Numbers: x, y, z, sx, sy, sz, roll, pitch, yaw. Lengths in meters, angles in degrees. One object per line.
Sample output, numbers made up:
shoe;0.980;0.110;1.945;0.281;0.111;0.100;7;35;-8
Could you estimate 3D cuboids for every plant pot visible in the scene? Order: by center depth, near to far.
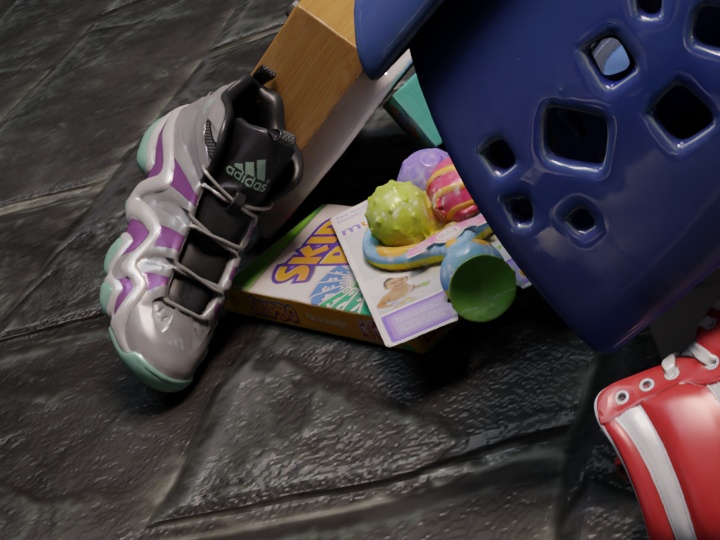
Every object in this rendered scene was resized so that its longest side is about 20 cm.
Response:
plant pot;0.120;-0.123;0.631;0.200;0.180;0.200;-45;4;33

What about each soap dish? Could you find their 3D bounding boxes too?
soap dish;-0.022;-0.129;1.016;0.200;0.081;0.158;-49;4;46

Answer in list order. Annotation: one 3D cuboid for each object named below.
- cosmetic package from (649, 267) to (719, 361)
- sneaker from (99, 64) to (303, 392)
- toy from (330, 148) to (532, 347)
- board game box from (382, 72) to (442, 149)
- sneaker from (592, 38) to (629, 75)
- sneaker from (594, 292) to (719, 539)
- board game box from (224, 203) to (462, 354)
cosmetic package;0.235;-0.032;0.718;0.198;0.052;0.151;-16;25;23
sneaker;-0.083;-0.037;0.904;0.139;0.077;0.202;-30;47;41
toy;0.043;-0.033;0.849;0.114;0.048;0.200;-23;26;0
board game box;0.103;-0.160;0.983;0.200;0.045;0.152;-43;4;1
sneaker;0.186;-0.143;0.827;0.200;0.080;0.148;-37;50;44
sneaker;0.155;0.026;0.613;0.112;0.071;0.201;-12;50;31
board game box;0.000;0.000;0.913;0.095;0.030;0.199;-40;26;-28
